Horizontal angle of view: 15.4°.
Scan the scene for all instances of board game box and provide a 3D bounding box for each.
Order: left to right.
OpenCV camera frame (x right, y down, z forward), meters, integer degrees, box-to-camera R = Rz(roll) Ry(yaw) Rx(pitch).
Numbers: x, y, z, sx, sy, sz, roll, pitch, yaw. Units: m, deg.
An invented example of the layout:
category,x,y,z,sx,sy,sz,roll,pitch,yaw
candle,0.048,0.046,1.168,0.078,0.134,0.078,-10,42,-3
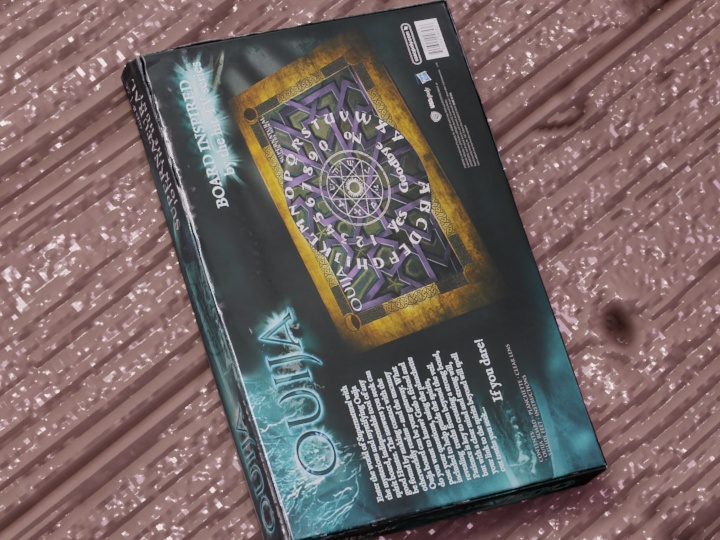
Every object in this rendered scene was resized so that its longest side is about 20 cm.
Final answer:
category,x,y,z,sx,sy,sz,roll,pitch,yaw
board game box,0.000,0.000,1.013,0.135,0.028,0.200,-11,73,-22
